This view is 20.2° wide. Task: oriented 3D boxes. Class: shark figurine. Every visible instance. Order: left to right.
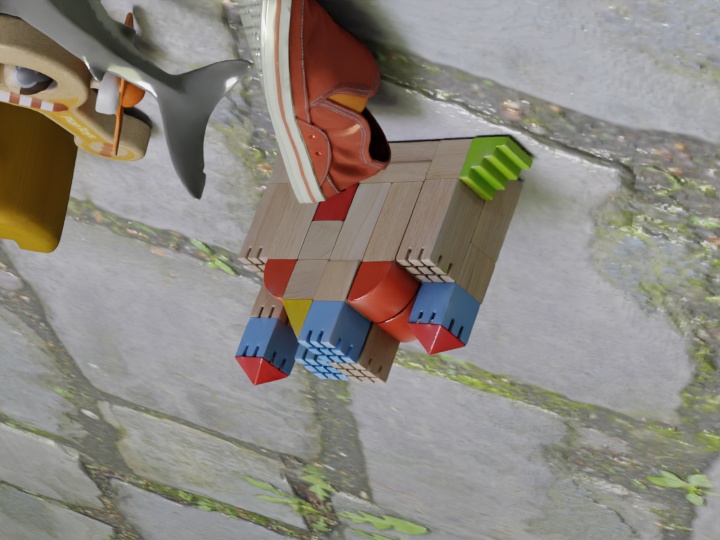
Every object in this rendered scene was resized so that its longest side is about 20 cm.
[{"bbox_3d":[-0.157,-0.128,1.008,0.128,0.090,0.215,8,145,41],"label":"shark figurine"}]

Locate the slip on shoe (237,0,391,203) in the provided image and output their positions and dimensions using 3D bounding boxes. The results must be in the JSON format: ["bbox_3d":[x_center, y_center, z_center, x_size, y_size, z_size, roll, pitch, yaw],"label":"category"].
[{"bbox_3d":[-0.023,-0.104,1.017,0.061,0.074,0.200,-16,148,1],"label":"slip on shoe"}]

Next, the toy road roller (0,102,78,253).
[{"bbox_3d":[-0.250,-0.076,1.230,0.145,0.124,0.200,7,163,-2],"label":"toy road roller"}]

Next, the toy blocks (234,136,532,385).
[{"bbox_3d":[0.000,0.000,1.138,0.199,0.137,0.100,0,152,43],"label":"toy blocks"}]

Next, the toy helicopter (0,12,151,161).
[{"bbox_3d":[-0.167,-0.104,1.165,0.131,0.079,0.200,3,165,21],"label":"toy helicopter"}]
